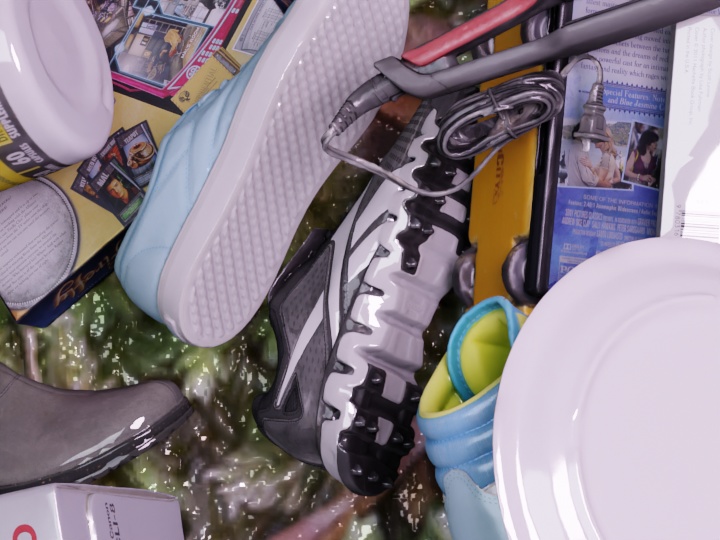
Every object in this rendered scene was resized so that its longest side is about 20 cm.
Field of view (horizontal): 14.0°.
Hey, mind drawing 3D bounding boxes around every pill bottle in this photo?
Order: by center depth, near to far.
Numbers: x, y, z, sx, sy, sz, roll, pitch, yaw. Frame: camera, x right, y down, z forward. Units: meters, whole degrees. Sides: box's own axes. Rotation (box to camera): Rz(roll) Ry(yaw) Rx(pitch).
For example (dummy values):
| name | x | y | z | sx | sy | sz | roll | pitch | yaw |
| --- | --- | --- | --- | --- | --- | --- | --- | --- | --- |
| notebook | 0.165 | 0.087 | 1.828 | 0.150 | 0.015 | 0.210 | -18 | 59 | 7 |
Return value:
| name | x | y | z | sx | sy | sz | roll | pitch | yaw |
| --- | --- | --- | --- | --- | --- | --- | --- | --- | --- |
| pill bottle | -0.228 | -0.076 | 1.406 | 0.199 | 0.111 | 0.112 | -19 | 78 | 19 |

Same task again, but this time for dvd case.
| name | x | y | z | sx | sy | sz | roll | pitch | yaw |
| --- | --- | --- | --- | --- | --- | --- | --- | --- | --- |
| dvd case | 0.147 | -0.081 | 1.307 | 0.142 | 0.018 | 0.201 | 7 | 86 | -19 |

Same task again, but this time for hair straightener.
| name | x | y | z | sx | sy | sz | roll | pitch | yaw |
| --- | --- | --- | --- | --- | --- | --- | --- | --- | --- |
| hair straightener | 0.076 | -0.084 | 1.256 | 0.199 | 0.041 | 0.077 | -25 | 79 | 11 |

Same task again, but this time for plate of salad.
| name | x | y | z | sx | sy | sz | roll | pitch | yaw |
| --- | --- | --- | --- | --- | --- | --- | --- | --- | --- |
| plate of salad | 0.137 | 0.086 | 1.198 | 0.048 | 0.199 | 0.201 | -33 | 68 | 58 |

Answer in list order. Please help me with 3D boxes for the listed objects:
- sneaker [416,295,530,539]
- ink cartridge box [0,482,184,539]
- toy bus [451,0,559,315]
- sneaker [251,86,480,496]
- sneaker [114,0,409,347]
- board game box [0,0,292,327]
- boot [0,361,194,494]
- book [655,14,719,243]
| name | x | y | z | sx | sy | sz | roll | pitch | yaw |
| --- | --- | --- | --- | --- | --- | --- | --- | --- | --- |
| sneaker | 0.107 | 0.059 | 1.255 | 0.079 | 0.199 | 0.131 | -17 | 95 | 49 |
| ink cartridge box | -0.187 | 0.191 | 1.379 | 0.199 | 0.145 | 0.146 | -13 | 80 | 19 |
| toy bus | 0.092 | -0.033 | 1.330 | 0.078 | 0.065 | 0.201 | 7 | 85 | -22 |
| sneaker | 0.000 | 0.000 | 1.371 | 0.090 | 0.066 | 0.201 | 12 | 80 | 37 |
| sneaker | -0.055 | -0.068 | 1.366 | 0.082 | 0.074 | 0.201 | 28 | 84 | 39 |
| board game box | -0.124 | -0.087 | 1.446 | 0.200 | 0.035 | 0.136 | -39 | 72 | 13 |
| boot | -0.189 | 0.049 | 1.418 | 0.199 | 0.068 | 0.131 | -16 | 98 | 20 |
| book | 0.229 | -0.036 | 1.268 | 0.199 | 0.048 | 0.135 | 5 | 88 | 2 |
